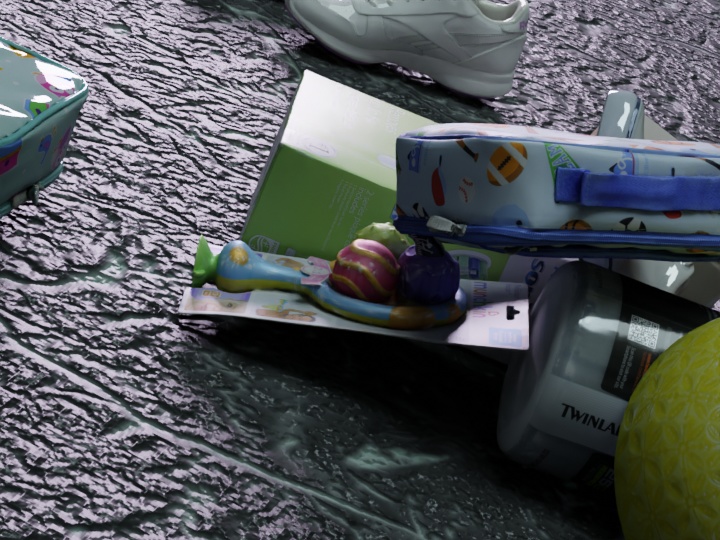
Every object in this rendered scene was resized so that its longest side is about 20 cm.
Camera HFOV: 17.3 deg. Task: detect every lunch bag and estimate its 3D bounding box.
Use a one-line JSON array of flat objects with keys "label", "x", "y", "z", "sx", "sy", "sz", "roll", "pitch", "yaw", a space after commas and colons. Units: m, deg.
[{"label": "lunch bag", "x": -0.263, "y": -0.100, "z": 1.367, "sx": 0.200, "sy": 0.077, "sz": 0.160, "roll": 27, "pitch": 22, "yaw": 9}, {"label": "lunch bag", "x": 0.121, "y": -0.041, "z": 1.333, "sx": 0.199, "sy": 0.076, "sz": 0.160, "roll": 1, "pitch": 5, "yaw": -27}]

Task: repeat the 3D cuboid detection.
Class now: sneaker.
[{"label": "sneaker", "x": 0.172, "y": -0.012, "z": 1.471, "sx": 0.071, "sy": 0.201, "sz": 0.073, "roll": 4, "pitch": -7, "yaw": 3}, {"label": "sneaker", "x": 0.039, "y": -0.205, "z": 1.867, "sx": 0.199, "sy": 0.100, "sz": 0.075, "roll": 14, "pitch": 27, "yaw": -17}]

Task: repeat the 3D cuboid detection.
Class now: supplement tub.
[{"label": "supplement tub", "x": 0.188, "y": 0.082, "z": 1.357, "sx": 0.199, "sy": 0.123, "sz": 0.123, "roll": 21, "pitch": 23, "yaw": -6}]

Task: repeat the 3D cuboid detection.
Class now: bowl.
[{"label": "bowl", "x": 0.243, "y": 0.104, "z": 1.241, "sx": 0.200, "sy": 0.201, "sz": 0.108, "roll": 20, "pitch": -21, "yaw": -8}]

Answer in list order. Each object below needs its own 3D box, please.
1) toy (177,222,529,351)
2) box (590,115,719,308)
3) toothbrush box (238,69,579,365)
[{"label": "toy", "x": 0.000, "y": 0.000, "z": 1.380, "sx": 0.199, "sy": 0.047, "sz": 0.115, "roll": 4, "pitch": 20, "yaw": 2}, {"label": "box", "x": 0.187, "y": -0.027, "z": 1.610, "sx": 0.078, "sy": 0.095, "sz": 0.200, "roll": 37, "pitch": 19, "yaw": -15}, {"label": "toothbrush box", "x": 0.033, "y": -0.034, "z": 1.511, "sx": 0.200, "sy": 0.086, "sz": 0.146, "roll": 23, "pitch": 23, "yaw": -4}]
